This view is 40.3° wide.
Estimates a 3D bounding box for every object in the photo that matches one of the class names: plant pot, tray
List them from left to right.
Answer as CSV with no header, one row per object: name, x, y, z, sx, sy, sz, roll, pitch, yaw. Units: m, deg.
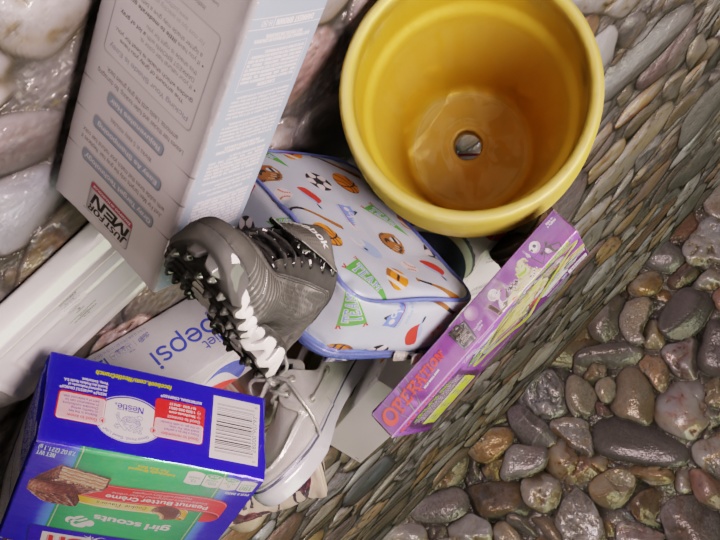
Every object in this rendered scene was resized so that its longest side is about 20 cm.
tray,-0.204,0.023,0.709,0.200,0.022,0.108,-44,159,-9
plant pot,0.089,-0.121,0.809,0.201,0.201,0.189,-46,170,-2

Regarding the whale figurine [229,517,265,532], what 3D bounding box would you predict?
whale figurine,-0.125,0.209,1.159,0.160,0.103,0.201,-61,-179,35

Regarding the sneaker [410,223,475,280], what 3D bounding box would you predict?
sneaker,0.000,0.000,0.880,0.082,0.197,0.071,-42,119,-47

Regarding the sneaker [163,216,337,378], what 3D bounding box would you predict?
sneaker,-0.056,-0.001,0.572,0.091,0.066,0.200,-46,165,-12

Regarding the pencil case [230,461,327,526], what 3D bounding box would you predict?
pencil case,-0.128,0.218,1.023,0.197,0.078,0.091,-16,117,0

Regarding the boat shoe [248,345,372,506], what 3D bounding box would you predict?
boat shoe,-0.056,0.105,0.877,0.074,0.086,0.203,-11,-141,49

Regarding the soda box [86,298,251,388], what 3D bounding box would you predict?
soda box,-0.143,0.069,0.858,0.199,0.068,0.064,-34,157,-35

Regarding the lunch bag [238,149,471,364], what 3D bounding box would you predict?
lunch bag,-0.012,-0.011,0.759,0.159,0.201,0.076,3,129,-45

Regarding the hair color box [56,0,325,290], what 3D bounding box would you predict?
hair color box,-0.101,-0.099,0.553,0.060,0.099,0.201,-25,151,-48

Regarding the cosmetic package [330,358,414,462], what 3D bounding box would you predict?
cosmetic package,0.023,0.113,0.934,0.083,0.050,0.200,-64,-177,-29

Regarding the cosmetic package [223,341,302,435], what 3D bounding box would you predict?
cosmetic package,-0.101,0.110,0.976,0.199,0.103,0.088,-29,153,-45

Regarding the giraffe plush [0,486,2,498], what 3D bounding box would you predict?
giraffe plush,-0.280,0.298,0.864,0.173,0.162,0.200,-44,160,-7

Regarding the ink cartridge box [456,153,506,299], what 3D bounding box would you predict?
ink cartridge box,0.100,-0.014,1.005,0.202,0.083,0.144,-59,161,20

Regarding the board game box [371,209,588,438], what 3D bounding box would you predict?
board game box,0.097,0.045,0.758,0.200,0.032,0.120,-49,167,6

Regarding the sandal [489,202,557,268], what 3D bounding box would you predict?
sandal,0.159,-0.025,0.867,0.082,0.055,0.200,-47,178,7

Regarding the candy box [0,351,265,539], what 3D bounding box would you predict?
candy box,-0.184,0.161,0.763,0.166,0.078,0.201,15,140,-20
